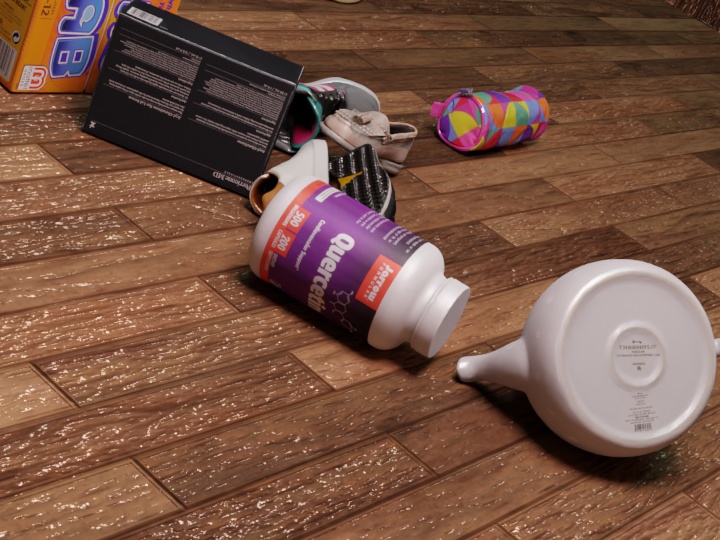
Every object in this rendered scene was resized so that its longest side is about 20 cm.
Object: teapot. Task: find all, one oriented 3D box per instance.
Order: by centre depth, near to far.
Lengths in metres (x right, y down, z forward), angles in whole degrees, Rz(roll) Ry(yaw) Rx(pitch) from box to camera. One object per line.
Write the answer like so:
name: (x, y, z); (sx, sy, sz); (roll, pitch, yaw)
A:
teapot: (0.233, 0.083, 1.360); (0.200, 0.198, 0.146); (42, -15, -10)

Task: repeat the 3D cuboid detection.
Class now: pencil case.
pencil case: (0.184, -0.214, 1.985); (0.088, 0.089, 0.200); (37, 26, 27)

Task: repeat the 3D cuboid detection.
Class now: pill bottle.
pill bottle: (0.000, 0.000, 1.358); (0.200, 0.113, 0.112); (30, 25, 14)

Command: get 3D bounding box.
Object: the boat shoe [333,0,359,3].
boat shoe: (-0.049, -0.480, 2.324); (0.071, 0.065, 0.200); (37, 28, 27)

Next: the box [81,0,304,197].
box: (-0.180, -0.186, 1.535); (0.200, 0.141, 0.079); (22, 22, -4)

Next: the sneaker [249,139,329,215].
sneaker: (-0.076, -0.098, 1.536); (0.084, 0.073, 0.200); (1, 17, -1)

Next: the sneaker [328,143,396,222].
sneaker: (0.014, -0.062, 1.531); (0.090, 0.070, 0.200); (61, 9, -26)

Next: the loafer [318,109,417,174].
loafer: (0.012, -0.165, 1.686); (0.072, 0.063, 0.200); (41, 9, 19)

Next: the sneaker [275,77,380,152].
sneaker: (-0.056, -0.191, 1.718); (0.199, 0.084, 0.121); (4, 26, -22)

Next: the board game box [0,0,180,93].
board game box: (-0.342, -0.337, 1.619); (0.200, 0.200, 0.200); (40, 29, 30)
